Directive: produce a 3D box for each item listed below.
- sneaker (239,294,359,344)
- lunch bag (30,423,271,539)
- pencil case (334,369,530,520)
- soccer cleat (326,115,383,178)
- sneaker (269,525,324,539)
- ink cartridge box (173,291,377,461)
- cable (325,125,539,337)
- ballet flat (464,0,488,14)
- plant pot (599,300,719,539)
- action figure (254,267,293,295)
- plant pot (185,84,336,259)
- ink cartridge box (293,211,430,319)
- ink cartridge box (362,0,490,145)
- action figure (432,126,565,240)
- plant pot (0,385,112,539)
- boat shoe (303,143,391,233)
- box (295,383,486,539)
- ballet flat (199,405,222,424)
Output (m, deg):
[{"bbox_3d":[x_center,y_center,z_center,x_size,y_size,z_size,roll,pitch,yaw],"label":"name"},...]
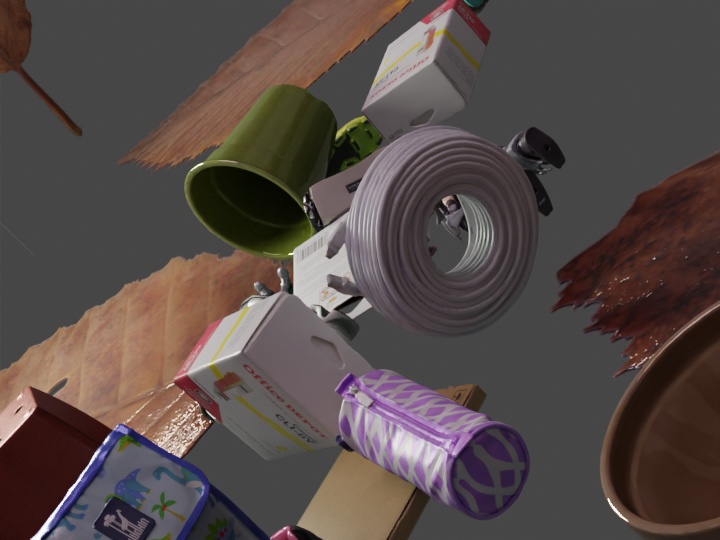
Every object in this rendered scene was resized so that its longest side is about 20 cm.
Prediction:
[{"bbox_3d":[-0.091,0.084,1.554,0.199,0.074,0.089,5,65,53],"label":"sneaker"},{"bbox_3d":[-0.198,0.267,1.224,0.127,0.200,0.171,-22,28,49],"label":"lunch bag"},{"bbox_3d":[0.055,0.137,1.102,0.084,0.086,0.199,-46,29,-16],"label":"pencil case"},{"bbox_3d":[-0.045,-0.166,2.006,0.200,0.065,0.084,-44,22,5],"label":"soccer cleat"},{"bbox_3d":[-0.062,0.292,1.043,0.078,0.095,0.202,-23,37,41],"label":"sneaker"},{"bbox_3d":[-0.087,0.113,1.364,0.084,0.145,0.199,-55,14,-27],"label":"ink cartridge box"},{"bbox_3d":[0.081,-0.037,1.276,0.069,0.198,0.202,10,74,61],"label":"cable"},{"bbox_3d":[0.203,-0.479,2.155,0.201,0.068,0.075,-56,6,-23],"label":"ballet flat"},{"bbox_3d":[0.249,0.104,0.801,0.200,0.093,0.202,-38,20,16],"label":"plant pot"},{"bbox_3d":[-0.120,0.076,1.691,0.117,0.055,0.201,-33,26,23],"label":"action figure"},{"bbox_3d":[-0.121,-0.153,1.877,0.199,0.199,0.192,-22,37,48],"label":"plant pot"},{"bbox_3d":[0.000,0.000,1.611,0.199,0.043,0.175,-33,42,31],"label":"ink cartridge box"},{"bbox_3d":[0.096,-0.284,1.908,0.144,0.083,0.201,-32,24,32],"label":"ink cartridge box"},{"bbox_3d":[0.146,-0.094,1.471,0.131,0.069,0.199,-59,18,-17],"label":"action figure"},{"bbox_3d":[-0.401,0.265,1.688,0.200,0.176,0.200,-47,19,-7],"label":"plant pot"},{"bbox_3d":[0.021,-0.099,1.726,0.197,0.075,0.093,-20,-24,-6],"label":"boat shoe"},{"bbox_3d":[0.016,0.192,1.209,0.163,0.021,0.201,-18,33,53],"label":"box"},{"bbox_3d":[-0.140,0.151,1.557,0.075,0.074,0.200,-52,11,-21],"label":"ballet flat"}]
